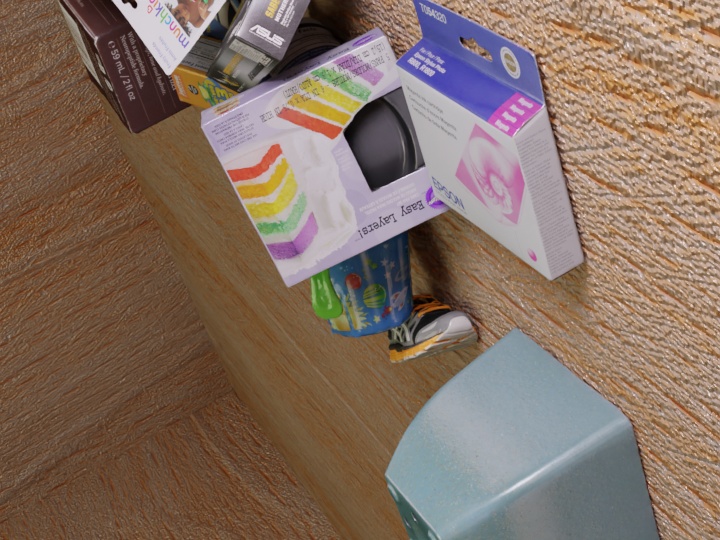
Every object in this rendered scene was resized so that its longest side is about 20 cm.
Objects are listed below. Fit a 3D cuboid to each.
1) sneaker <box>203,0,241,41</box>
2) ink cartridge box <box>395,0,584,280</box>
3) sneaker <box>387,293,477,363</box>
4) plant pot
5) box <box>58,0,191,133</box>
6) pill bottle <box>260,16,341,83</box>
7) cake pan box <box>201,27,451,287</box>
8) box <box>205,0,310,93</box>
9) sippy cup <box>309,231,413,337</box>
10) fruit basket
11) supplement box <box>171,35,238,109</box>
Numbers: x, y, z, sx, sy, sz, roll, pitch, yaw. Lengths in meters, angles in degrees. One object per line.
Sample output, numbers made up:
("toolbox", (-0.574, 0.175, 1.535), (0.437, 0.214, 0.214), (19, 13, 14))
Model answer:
("sneaker", (-0.182, -0.314, 1.485), (0.200, 0.082, 0.074), (56, -171, -28))
("ink cartridge box", (0.099, -0.114, 1.030), (0.196, 0.043, 0.200), (43, 159, 53))
("sneaker", (0.073, 0.062, 1.427), (0.200, 0.078, 0.077), (157, 104, -70))
("plant pot", (0.143, 0.215, 1.201), (0.196, 0.200, 0.196), (41, 156, 53))
("box", (-0.265, -0.319, 1.605), (0.164, 0.200, 0.166), (50, 163, 39))
("pill bottle", (-0.055, -0.192, 1.282), (0.200, 0.111, 0.111), (52, 164, 32))
("cake pan box", (-0.023, -0.107, 1.166), (0.052, 0.200, 0.184), (-109, -6, -67))
("box", (-0.079, -0.257, 1.151), (0.048, 0.159, 0.200), (25, 173, -13))
("sippy cup", (0.000, 0.000, 1.374), (0.140, 0.178, 0.131), (11, 118, 59))
("fruit basket", (-0.170, -0.312, 1.114), (0.185, 0.200, 0.094), (54, -158, 21))
("supplement box", (-0.125, -0.212, 1.432), (0.200, 0.069, 0.067), (22, 148, 28))
